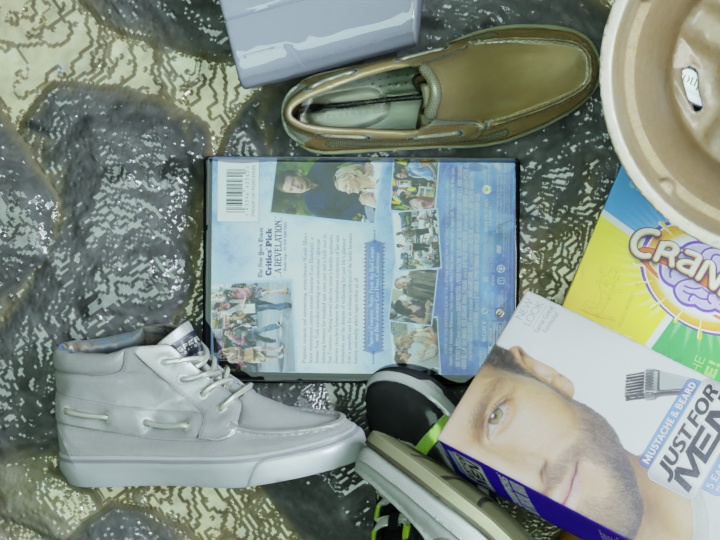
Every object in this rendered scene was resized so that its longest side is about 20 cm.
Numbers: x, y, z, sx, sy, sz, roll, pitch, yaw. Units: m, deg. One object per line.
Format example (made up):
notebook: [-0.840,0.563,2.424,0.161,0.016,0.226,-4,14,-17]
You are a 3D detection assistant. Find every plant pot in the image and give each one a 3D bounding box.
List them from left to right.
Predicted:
plant pot: [0.240,-0.112,1.413,0.200,0.183,0.201,1,95,8]

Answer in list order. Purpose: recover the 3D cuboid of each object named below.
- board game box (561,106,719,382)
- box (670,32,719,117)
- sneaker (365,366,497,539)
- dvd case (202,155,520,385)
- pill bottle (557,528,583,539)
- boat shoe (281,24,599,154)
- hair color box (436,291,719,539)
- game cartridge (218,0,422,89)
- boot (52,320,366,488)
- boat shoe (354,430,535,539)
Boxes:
board game box: [0.208,0.013,1.534,0.153,0.040,0.200,22,92,5]
box: [0.253,-0.100,1.530,0.200,0.041,0.039,24,92,4]
sneaker: [0.039,0.157,1.516,0.072,0.083,0.200,-21,89,48]
dvd case: [0.000,0.000,1.563,0.200,0.018,0.143,1,91,4]
pill bottle: [0.154,0.218,1.505,0.109,0.109,0.200,23,92,4]
boat shoe: [0.050,-0.107,1.529,0.200,0.076,0.072,-14,89,5]
hair color box: [0.158,0.106,1.444,0.200,0.065,0.109,26,75,26]
game cartridge: [-0.034,-0.224,1.547,0.133,0.041,0.200,-14,83,1]
boot: [-0.098,0.079,1.529,0.200,0.074,0.096,-4,101,15]
boat shoe: [0.067,0.172,1.449,0.200,0.075,0.068,38,98,21]
